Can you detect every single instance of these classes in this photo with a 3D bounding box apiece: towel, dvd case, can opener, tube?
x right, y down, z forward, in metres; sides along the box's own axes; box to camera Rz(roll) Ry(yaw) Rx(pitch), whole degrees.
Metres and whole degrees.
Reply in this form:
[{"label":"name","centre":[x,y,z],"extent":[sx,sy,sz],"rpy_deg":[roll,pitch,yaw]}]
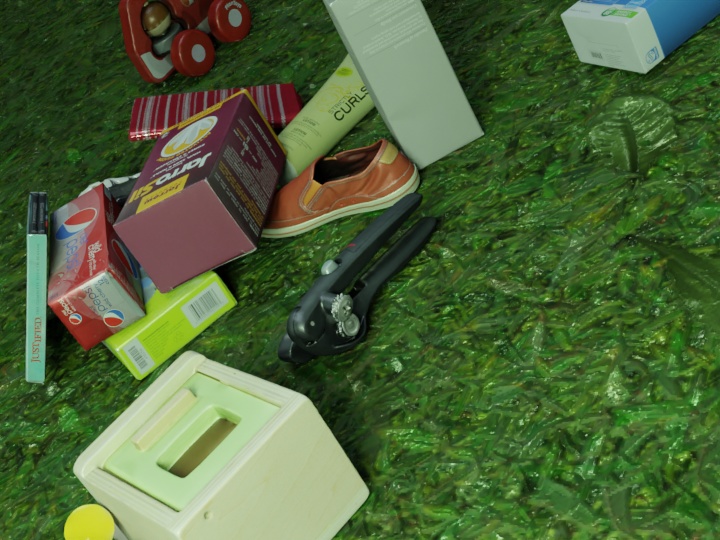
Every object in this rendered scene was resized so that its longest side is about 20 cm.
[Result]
[{"label":"towel","centre":[-0.163,-0.180,1.441],"extent":[0.199,0.023,0.145],"rpy_deg":[-6,23,-5]},{"label":"dvd case","centre":[-0.324,0.011,1.253],"extent":[0.022,0.147,0.200],"rpy_deg":[1,15,-13]},{"label":"can opener","centre":[0.000,0.000,1.075],"extent":[0.078,0.063,0.200],"rpy_deg":[5,46,46]},{"label":"tube","centre":[-0.034,-0.171,1.373],"extent":[0.052,0.058,0.200],"rpy_deg":[-18,26,54]}]

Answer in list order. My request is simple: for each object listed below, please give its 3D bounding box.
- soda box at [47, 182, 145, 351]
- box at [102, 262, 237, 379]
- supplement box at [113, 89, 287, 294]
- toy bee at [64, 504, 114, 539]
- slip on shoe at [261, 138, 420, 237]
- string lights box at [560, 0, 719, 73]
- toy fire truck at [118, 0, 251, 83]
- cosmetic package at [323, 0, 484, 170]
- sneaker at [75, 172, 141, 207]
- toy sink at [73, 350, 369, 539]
[{"label":"soda box","centre":[-0.261,-0.008,1.227],"extent":[0.070,0.064,0.200],"rpy_deg":[-30,30,3]},{"label":"box","centre":[-0.218,0.025,1.250],"extent":[0.122,0.048,0.200],"rpy_deg":[-39,32,-14]},{"label":"supplement box","centre":[-0.151,-0.081,1.216],"extent":[0.110,0.086,0.200],"rpy_deg":[-24,26,20]},{"label":"toy bee","centre":[-0.177,0.234,0.854],"extent":[0.108,0.132,0.200],"rpy_deg":[5,0,-23]},{"label":"slip on shoe","centre":[-0.039,-0.083,1.238],"extent":[0.199,0.061,0.074],"rpy_deg":[-14,36,29]},{"label":"string lights box","centre":[0.305,-0.275,1.216],"extent":[0.200,0.059,0.103],"rpy_deg":[-39,30,-14]},{"label":"toy fire truck","centre":[-0.262,-0.367,1.752],"extent":[0.112,0.168,0.200],"rpy_deg":[5,45,46]},{"label":"cosmetic package","centre":[0.036,-0.209,1.221],"extent":[0.090,0.200,0.107],"rpy_deg":[-31,32,4]},{"label":"sneaker","centre":[-0.217,-0.088,1.406],"extent":[0.200,0.067,0.091],"rpy_deg":[-29,45,-12]},{"label":"toy sink","centre":[-0.117,0.146,0.913],"extent":[0.130,0.112,0.200],"rpy_deg":[-45,32,-23]}]
